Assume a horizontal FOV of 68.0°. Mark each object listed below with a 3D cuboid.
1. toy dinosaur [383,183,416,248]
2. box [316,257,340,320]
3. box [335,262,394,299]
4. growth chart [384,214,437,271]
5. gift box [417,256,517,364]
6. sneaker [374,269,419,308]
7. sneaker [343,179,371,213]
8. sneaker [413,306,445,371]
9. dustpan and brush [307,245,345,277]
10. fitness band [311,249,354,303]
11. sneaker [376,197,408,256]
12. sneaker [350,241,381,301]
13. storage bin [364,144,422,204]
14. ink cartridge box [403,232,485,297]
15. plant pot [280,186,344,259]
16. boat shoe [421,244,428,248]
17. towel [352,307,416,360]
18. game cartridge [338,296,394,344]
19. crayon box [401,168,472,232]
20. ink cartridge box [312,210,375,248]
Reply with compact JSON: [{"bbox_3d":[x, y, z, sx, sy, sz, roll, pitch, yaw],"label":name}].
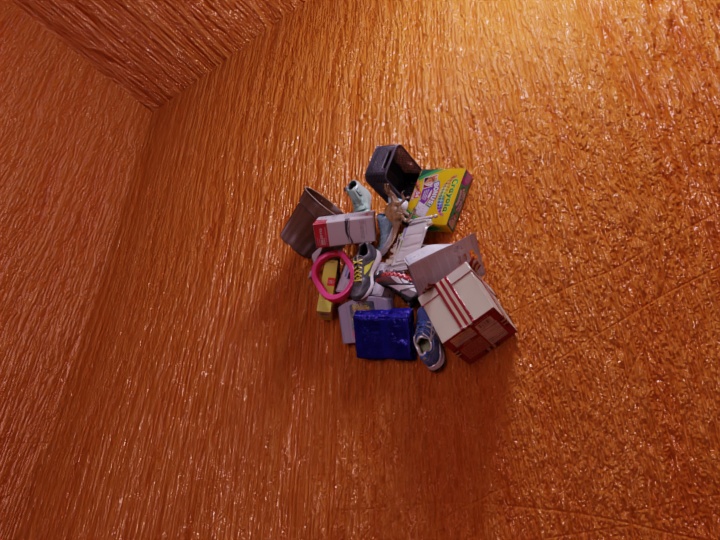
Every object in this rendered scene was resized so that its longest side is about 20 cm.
[{"bbox_3d":[0.119,-0.173,1.664,0.100,0.058,0.203,-5,91,32],"label":"toy dinosaur"},{"bbox_3d":[-0.105,0.060,1.796,0.049,0.076,0.202,5,62,6],"label":"box"},{"bbox_3d":[0.026,0.035,1.717,0.198,0.060,0.118,5,67,42],"label":"box"},{"bbox_3d":[0.148,-0.081,1.620,0.144,0.018,0.202,1,62,53],"label":"growth chart"},{"bbox_3d":[0.271,0.094,1.377,0.184,0.200,0.188,-35,45,11],"label":"gift box"},{"bbox_3d":[0.131,0.056,1.576,0.198,0.071,0.099,12,79,18],"label":"sneaker"},{"bbox_3d":[-0.013,-0.222,1.871,0.073,0.118,0.203,-21,53,26],"label":"sneaker"},{"bbox_3d":[0.186,0.176,1.477,0.075,0.077,0.202,-31,42,24],"label":"sneaker"},{"bbox_3d":[-0.136,-0.035,1.880,0.199,0.139,0.058,-32,83,41],"label":"dustpan and brush"},{"bbox_3d":[-0.084,0.015,1.734,0.143,0.037,0.201,-38,50,5],"label":"fitness band"},{"bbox_3d":[0.080,-0.146,1.737,0.074,0.081,0.202,-99,31,-76],"label":"sneaker"},{"bbox_3d":[0.000,0.000,1.645,0.074,0.085,0.202,-10,48,36],"label":"sneaker"},{"bbox_3d":[0.118,-0.304,1.751,0.093,0.200,0.137,7,68,43],"label":"storage bin"},{"bbox_3d":[0.233,-0.011,1.464,0.198,0.161,0.047,-26,37,-1],"label":"ink cartridge box"},{"bbox_3d":[-0.178,-0.165,1.936,0.199,0.199,0.201,-51,43,12],"label":"plant pot"},{"bbox_3d":[0.218,-0.028,1.588,0.199,0.074,0.067,34,123,57],"label":"boat shoe"},{"bbox_3d":[0.066,0.186,1.548,0.198,0.049,0.150,-5,88,34],"label":"towel"},{"bbox_3d":[0.018,0.148,1.632,0.198,0.041,0.135,-13,80,34],"label":"game cartridge"},{"bbox_3d":[0.243,-0.224,1.696,0.171,0.058,0.202,7,70,43],"label":"crayon box"},{"bbox_3d":[-0.046,-0.138,1.763,0.197,0.085,0.144,-7,14,6],"label":"ink cartridge box"}]
